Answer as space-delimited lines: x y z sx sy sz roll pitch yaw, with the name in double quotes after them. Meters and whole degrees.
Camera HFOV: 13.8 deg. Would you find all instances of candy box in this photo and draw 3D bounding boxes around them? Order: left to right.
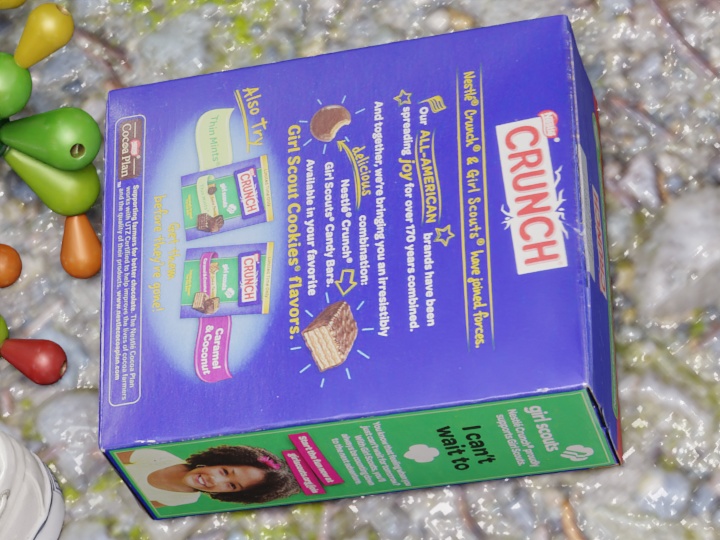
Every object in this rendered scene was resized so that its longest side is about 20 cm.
0.000 0.000 1.199 0.199 0.077 0.170 -8 61 14 "candy box"

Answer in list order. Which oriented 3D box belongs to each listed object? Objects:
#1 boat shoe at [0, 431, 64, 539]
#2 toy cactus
-0.204 0.141 1.184 0.202 0.086 0.075 -46 61 -9 "boat shoe"
-0.186 -0.054 1.238 0.164 0.201 0.102 10 30 24 "toy cactus"
